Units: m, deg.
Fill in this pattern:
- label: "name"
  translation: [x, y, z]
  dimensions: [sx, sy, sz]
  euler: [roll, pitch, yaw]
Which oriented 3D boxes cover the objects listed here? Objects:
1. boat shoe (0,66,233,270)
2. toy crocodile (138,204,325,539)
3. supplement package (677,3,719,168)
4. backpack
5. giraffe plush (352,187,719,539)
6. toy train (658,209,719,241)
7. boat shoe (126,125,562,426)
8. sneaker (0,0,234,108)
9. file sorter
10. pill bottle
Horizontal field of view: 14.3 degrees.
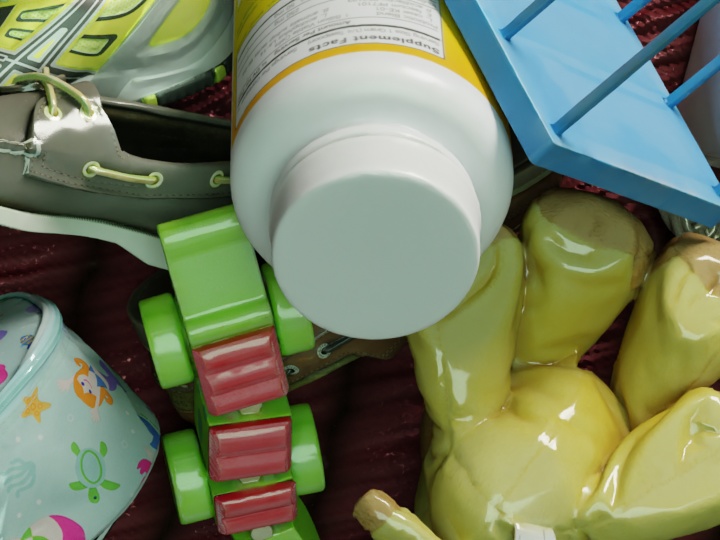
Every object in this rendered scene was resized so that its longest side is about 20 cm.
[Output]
- label: "boat shoe"
  translation: [-0.117, -0.048, 1.135]
  dimensions: [0.201, 0.072, 0.061]
  euler: [15, 109, -40]
- label: "toy crocodile"
  translation: [-0.048, 0.057, 1.172]
  dimensions: [0.067, 0.062, 0.201]
  euler: [-12, 130, -7]
- label: "supplement package"
  translation: [0.223, -0.129, 1.223]
  dimensions: [0.121, 0.120, 0.201]
  euler: [15, 92, -11]
- label: "backpack"
  translation: [-0.182, 0.094, 1.155]
  dimensions: [0.200, 0.177, 0.151]
  euler: [-39, 104, -7]
- label: "giraffe plush"
  translation: [0.074, 0.081, 1.208]
  dimensions: [0.172, 0.162, 0.201]
  euler: [19, 73, -1]
- label: "toy train"
  translation: [0.187, 0.013, 1.232]
  dimensions: [0.200, 0.116, 0.085]
  euler: [41, 88, -10]
- label: "boat shoe"
  translation: [0.000, 0.000, 1.233]
  dimensions: [0.199, 0.072, 0.068]
  euler: [-24, 120, -1]
- label: "sneaker"
  translation: [-0.149, -0.088, 1.191]
  dimensions: [0.199, 0.075, 0.077]
  euler: [-26, 115, -16]
- label: "file sorter"
  translation: [0.105, -0.142, 1.130]
  dimensions: [0.123, 0.138, 0.201]
  euler: [-39, 60, 25]
- label: "pill bottle"
  translation: [0.003, -0.064, 1.125]
  dimensions: [0.109, 0.200, 0.110]
  euler: [-1, 127, -1]
